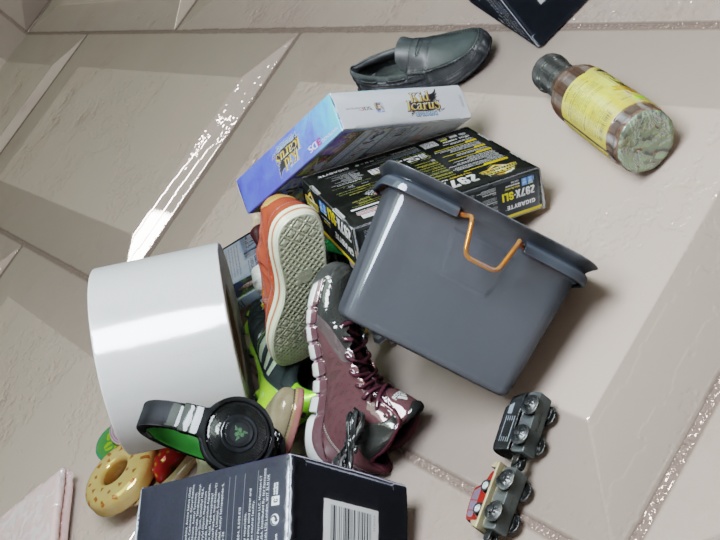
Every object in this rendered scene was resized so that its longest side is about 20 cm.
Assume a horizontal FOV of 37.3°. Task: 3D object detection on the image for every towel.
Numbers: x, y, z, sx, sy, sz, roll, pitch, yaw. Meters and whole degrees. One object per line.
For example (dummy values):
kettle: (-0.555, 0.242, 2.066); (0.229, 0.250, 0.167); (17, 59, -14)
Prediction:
towel: (-0.429, 0.368, 1.319); (0.200, 0.032, 0.192); (-38, 36, 20)

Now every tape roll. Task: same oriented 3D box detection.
tape roll: (-0.196, 0.082, 1.131); (0.138, 0.204, 0.203); (-11, 38, -4)

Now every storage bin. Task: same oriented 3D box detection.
storage bin: (0.081, 0.013, 0.910); (0.135, 0.199, 0.146); (-64, 5, -2)

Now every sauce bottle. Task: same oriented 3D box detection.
sauce bottle: (0.225, -0.161, 1.030); (0.065, 0.065, 0.200); (-44, 35, 9)

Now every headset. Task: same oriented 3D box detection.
headset: (-0.099, 0.145, 0.956); (0.198, 0.124, 0.095); (13, 69, 12)

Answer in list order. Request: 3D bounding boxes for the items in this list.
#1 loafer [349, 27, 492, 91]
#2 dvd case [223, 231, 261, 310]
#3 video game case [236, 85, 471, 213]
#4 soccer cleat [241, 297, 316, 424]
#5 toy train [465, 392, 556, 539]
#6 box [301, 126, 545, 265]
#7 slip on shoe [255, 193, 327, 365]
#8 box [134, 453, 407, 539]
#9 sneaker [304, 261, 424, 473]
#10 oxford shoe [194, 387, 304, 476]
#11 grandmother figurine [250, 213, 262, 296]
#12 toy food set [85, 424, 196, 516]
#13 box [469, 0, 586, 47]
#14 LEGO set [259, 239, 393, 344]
loafer: (0.069, -0.252, 1.297); (0.200, 0.070, 0.069); (-14, 48, 43)
dvd case: (-0.174, 0.018, 1.322); (0.199, 0.018, 0.143); (-31, 30, 6)
video game case: (-0.010, -0.131, 1.148); (0.200, 0.180, 0.046); (-34, 75, 48)
soccer cleat: (-0.079, 0.095, 1.152); (0.081, 0.068, 0.201); (-23, 38, 5)
toy train: (0.107, 0.189, 0.856); (0.046, 0.034, 0.201); (-8, 51, 50)
box: (0.057, -0.078, 1.065); (0.199, 0.050, 0.160); (-19, 29, -15)
slip on shoe: (-0.068, 0.011, 1.045); (0.074, 0.201, 0.061); (-19, 42, -21)
box: (-0.079, 0.235, 0.911); (0.199, 0.148, 0.105); (-19, 59, 38)
sneaker: (0.011, 0.094, 0.995); (0.115, 0.075, 0.202); (3, 95, 37)
oxford shoe: (-0.122, 0.186, 1.045); (0.201, 0.074, 0.071); (-57, 14, 21)
grandmother figurine: (-0.075, -0.047, 1.245); (0.120, 0.061, 0.201); (7, 51, 22)
toy food set: (-0.244, 0.185, 1.263); (0.199, 0.049, 0.199); (-35, 36, 22)
box: (0.161, -0.372, 1.234); (0.107, 0.148, 0.200); (-44, 33, 8)
LEGO set: (0.000, 0.000, 1.127); (0.199, 0.117, 0.154); (8, 33, 36)
